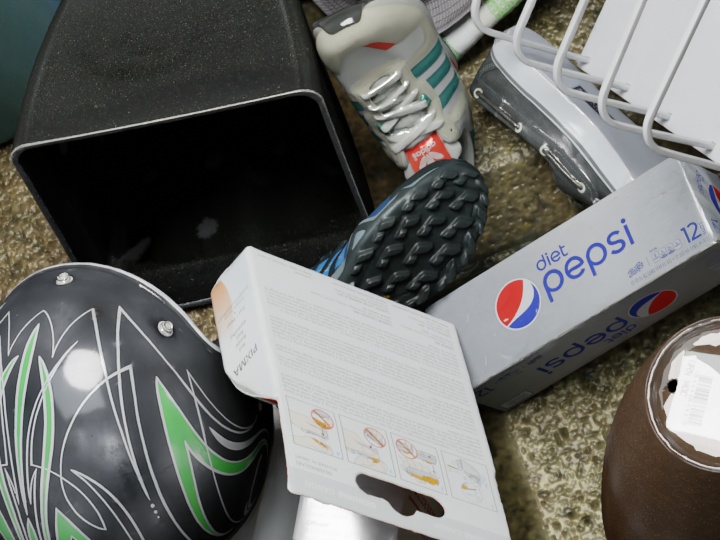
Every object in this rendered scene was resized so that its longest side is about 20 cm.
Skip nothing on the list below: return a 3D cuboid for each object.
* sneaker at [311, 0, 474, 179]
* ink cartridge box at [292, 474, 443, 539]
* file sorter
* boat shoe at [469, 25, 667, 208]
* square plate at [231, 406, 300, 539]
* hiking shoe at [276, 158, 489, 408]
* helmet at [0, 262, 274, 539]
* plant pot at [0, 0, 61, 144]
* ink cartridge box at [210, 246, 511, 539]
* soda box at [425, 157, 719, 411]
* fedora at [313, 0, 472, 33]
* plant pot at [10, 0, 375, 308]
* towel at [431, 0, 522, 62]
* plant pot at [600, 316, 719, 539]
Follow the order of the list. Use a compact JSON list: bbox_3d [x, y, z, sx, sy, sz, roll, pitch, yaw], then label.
[{"bbox_3d":[0.033,-0.110,1.586,0.070,0.200,0.094,-25,71,11],"label":"sneaker"},{"bbox_3d":[0.001,0.183,1.514,0.067,0.116,0.200,5,70,15],"label":"ink cartridge box"},{"bbox_3d":[0.184,-0.159,1.515,0.200,0.124,0.139,42,114,47],"label":"file sorter"},{"bbox_3d":[0.151,-0.075,1.621,0.200,0.069,0.057,49,120,18],"label":"boat shoe"},{"bbox_3d":[-0.139,0.168,1.602,0.200,0.028,0.199,7,70,15],"label":"square plate"},{"bbox_3d":[0.000,0.000,1.580,0.200,0.074,0.087,-50,31,10],"label":"hiking shoe"},{"bbox_3d":[-0.156,0.099,1.494,0.200,0.191,0.201,-3,82,24],"label":"helmet"},{"bbox_3d":[-0.306,-0.178,1.678,0.200,0.196,0.201,-5,74,18],"label":"plant pot"},{"bbox_3d":[0.000,0.089,1.455,0.050,0.162,0.200,-49,34,32],"label":"ink cartridge box"},{"bbox_3d":[0.143,0.010,1.545,0.200,0.063,0.068,-33,62,23],"label":"soda box"},{"bbox_3d":[0.016,-0.250,1.638,0.200,0.090,0.177,-46,73,21],"label":"fedora"},{"bbox_3d":[-0.104,-0.107,1.628,0.199,0.200,0.178,-10,53,9],"label":"plant pot"},{"bbox_3d":[0.093,-0.253,1.672,0.200,0.031,0.149,-41,64,28],"label":"towel"},{"bbox_3d":[0.222,0.105,1.450,0.186,0.200,0.187,-5,67,11],"label":"plant pot"}]
